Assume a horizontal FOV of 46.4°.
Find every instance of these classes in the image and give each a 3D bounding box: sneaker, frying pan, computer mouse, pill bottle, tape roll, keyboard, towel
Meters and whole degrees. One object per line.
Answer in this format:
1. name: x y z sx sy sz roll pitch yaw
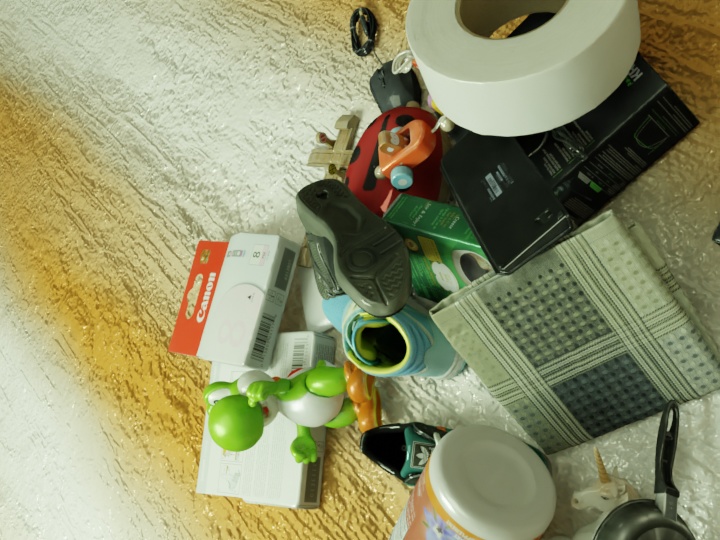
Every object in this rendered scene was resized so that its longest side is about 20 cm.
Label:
1. sneaker: 0.085 0.189 0.820 0.198 0.080 0.072 -1 76 40
2. frying pan: 0.253 0.214 0.680 0.190 0.115 0.031 -50 10 -20
3. sneaker: 0.000 0.000 0.845 0.076 0.115 0.200 -27 41 -13
4. computer mouse: 0.022 -0.260 1.043 0.059 0.034 0.201 -40 54 25
5. pill bottle: 0.086 0.242 0.747 0.113 0.111 0.201 54 140 37
6. tape roll: 0.144 -0.220 0.744 0.200 0.071 0.204 -13 54 18
7. keyboard: 0.140 -0.087 0.734 0.127 0.021 0.201 -42 33 18
8. towel: 0.188 0.058 0.725 0.192 0.200 0.035 -30 21 29
9. sneaker: 0.006 0.054 0.891 0.199 0.130 0.080 20 98 39

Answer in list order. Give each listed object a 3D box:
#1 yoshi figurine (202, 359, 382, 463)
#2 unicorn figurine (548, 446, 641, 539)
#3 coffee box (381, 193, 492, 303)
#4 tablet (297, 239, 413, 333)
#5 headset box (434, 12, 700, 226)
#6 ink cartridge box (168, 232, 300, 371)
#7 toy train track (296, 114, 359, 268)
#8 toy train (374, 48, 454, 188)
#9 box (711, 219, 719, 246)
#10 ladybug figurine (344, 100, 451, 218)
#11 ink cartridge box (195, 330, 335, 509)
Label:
1. yoshi figurine: -0.081 0.154 0.906 0.197 0.112 0.114 -6 82 11
2. unicorn figurine: 0.199 0.264 0.720 0.137 0.074 0.202 -32 74 28
3. coffee box: 0.123 -0.002 0.817 0.199 0.123 0.044 17 58 40
4. tablet: 0.002 -0.016 0.999 0.199 0.014 0.131 -27 60 31
5. headset box: 0.190 -0.148 0.828 0.200 0.092 0.175 -42 53 23
6. ink cartridge box: -0.176 0.034 1.061 0.198 0.057 0.164 6 76 36
7. toy train track: -0.049 -0.104 1.046 0.114 0.032 0.202 10 80 44
8. toy train: 0.058 -0.191 0.865 0.149 0.055 0.202 -28 46 36
9. box: 0.397 -0.053 0.636 0.199 0.078 0.143 24 96 42
10. ladybug figurine: 0.034 -0.101 0.942 0.135 0.072 0.202 -1 72 37
11. ink cartridge box: -0.116 0.179 1.019 0.172 0.043 0.203 -6 73 39
